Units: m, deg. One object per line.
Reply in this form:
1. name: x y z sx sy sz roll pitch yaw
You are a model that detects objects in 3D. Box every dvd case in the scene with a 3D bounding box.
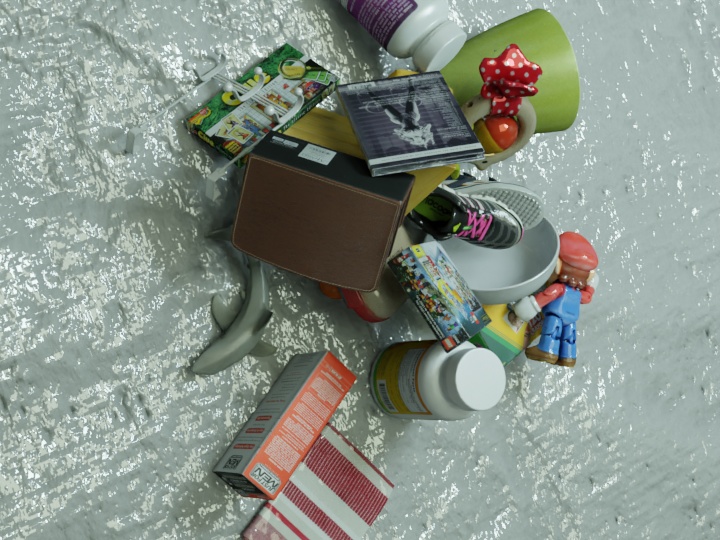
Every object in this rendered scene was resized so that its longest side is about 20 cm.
1. dvd case: 0.062 -0.195 1.524 0.148 0.200 0.016 -10 132 -10

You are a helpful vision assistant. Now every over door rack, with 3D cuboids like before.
1. over door rack: -0.187 -0.202 1.515 0.147 0.067 0.200 30 59 19

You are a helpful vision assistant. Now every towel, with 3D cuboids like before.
1. towel: -0.054 0.328 1.593 0.144 0.023 0.200 46 62 -15

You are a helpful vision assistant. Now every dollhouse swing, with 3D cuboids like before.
1. dollhouse swing: 0.005 -0.194 1.578 0.175 0.182 0.201 30 37 -26

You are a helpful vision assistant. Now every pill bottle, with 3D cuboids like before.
1. pill bottle: 0.108 0.150 1.605 0.111 0.200 0.112 3 83 -30
2. pill bottle: 0.054 -0.374 1.662 0.112 0.112 0.200 -37 79 -28

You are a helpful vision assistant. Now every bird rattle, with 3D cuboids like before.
1. bird rattle: 0.181 -0.218 1.652 0.163 0.200 0.113 34 21 -47

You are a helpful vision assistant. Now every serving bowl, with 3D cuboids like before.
1. serving bowl: 0.191 -0.015 1.705 0.200 0.200 0.066 -35 137 -29

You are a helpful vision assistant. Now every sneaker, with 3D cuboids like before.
1. sneaker: 0.137 -0.071 1.626 0.199 0.088 0.074 23 115 -12
2. sneaker: 0.166 -0.103 1.702 0.199 0.080 0.079 2 117 0

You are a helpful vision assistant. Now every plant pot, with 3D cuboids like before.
1. plant pot: 0.195 -0.276 1.742 0.199 0.187 0.188 -17 92 -15

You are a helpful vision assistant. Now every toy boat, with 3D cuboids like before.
1. toy boat: 0.000 0.000 1.612 0.131 0.130 0.200 63 28 -9

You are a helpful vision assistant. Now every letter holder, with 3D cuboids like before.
1. letter holder: -0.049 -0.072 1.484 0.199 0.101 0.143 18 116 5

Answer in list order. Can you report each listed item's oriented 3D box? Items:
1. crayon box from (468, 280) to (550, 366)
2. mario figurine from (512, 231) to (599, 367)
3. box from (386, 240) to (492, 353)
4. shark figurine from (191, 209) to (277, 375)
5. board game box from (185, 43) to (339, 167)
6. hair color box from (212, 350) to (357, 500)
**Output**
1. crayon box: 0.232 0.049 1.774 0.200 0.058 0.119 -37 102 -29
2. mario figurine: 0.294 0.040 1.749 0.123 0.105 0.201 25 77 -70
3. box: 0.107 0.030 1.527 0.038 0.200 0.137 -34 85 14
4. shark figurine: -0.142 0.037 1.544 0.128 0.089 0.216 13 79 -30
5. board game box: -0.131 -0.228 1.589 0.105 0.024 0.200 34 60 22
6. hair color box: -0.099 0.202 1.537 0.061 0.101 0.200 44 65 -18
